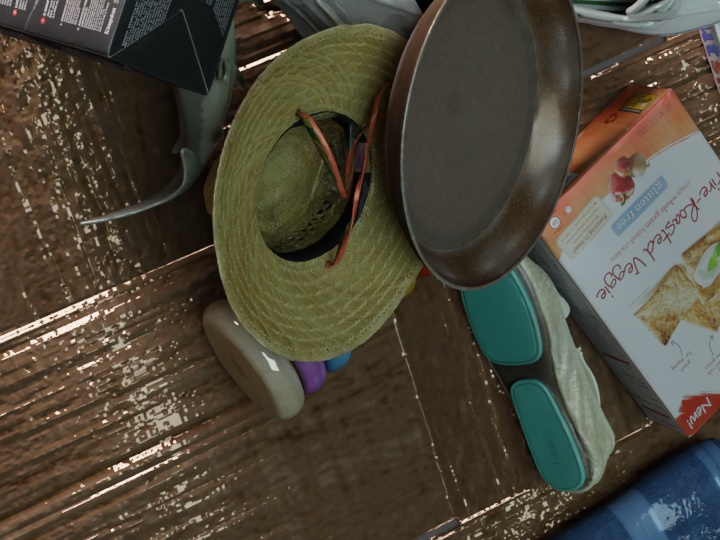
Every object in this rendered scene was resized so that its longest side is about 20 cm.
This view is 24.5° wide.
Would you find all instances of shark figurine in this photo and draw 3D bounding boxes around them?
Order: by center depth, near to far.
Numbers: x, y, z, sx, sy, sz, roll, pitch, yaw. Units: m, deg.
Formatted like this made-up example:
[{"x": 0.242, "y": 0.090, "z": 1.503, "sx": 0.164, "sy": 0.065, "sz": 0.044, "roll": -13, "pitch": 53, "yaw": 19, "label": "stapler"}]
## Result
[{"x": -0.113, "y": -0.120, "z": 0.961, "sx": 0.088, "sy": 0.128, "sz": 0.217, "roll": -4, "pitch": 76, "yaw": 18, "label": "shark figurine"}]

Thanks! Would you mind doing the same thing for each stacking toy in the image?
[{"x": 0.000, "y": 0.000, "z": 1.035, "sx": 0.199, "sy": 0.085, "sz": 0.086, "roll": -40, "pitch": 111, "yaw": -17, "label": "stacking toy"}]

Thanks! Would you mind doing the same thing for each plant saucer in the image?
[{"x": 0.071, "y": -0.090, "z": 0.986, "sx": 0.199, "sy": 0.032, "sz": 0.203, "roll": -27, "pitch": 124, "yaw": -48, "label": "plant saucer"}]

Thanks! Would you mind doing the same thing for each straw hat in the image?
[{"x": -0.040, "y": -0.051, "z": 0.963, "sx": 0.200, "sy": 0.084, "sz": 0.204, "roll": -17, "pitch": 113, "yaw": -45, "label": "straw hat"}]

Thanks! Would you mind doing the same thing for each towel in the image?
[{"x": 0.194, "y": 0.211, "z": 1.160, "sx": 0.199, "sy": 0.048, "sz": 0.113, "roll": -31, "pitch": 108, "yaw": -15, "label": "towel"}]

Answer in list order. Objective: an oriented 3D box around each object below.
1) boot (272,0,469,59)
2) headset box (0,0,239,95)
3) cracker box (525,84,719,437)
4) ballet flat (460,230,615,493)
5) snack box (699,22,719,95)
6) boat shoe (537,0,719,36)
[{"x": -0.012, "y": -0.185, "z": 0.957, "sx": 0.200, "sy": 0.095, "sz": 0.074, "roll": 42, "pitch": 52, "yaw": -44, "label": "boot"}, {"x": -0.145, "y": -0.191, "z": 0.882, "sx": 0.075, "sy": 0.199, "sz": 0.150, "roll": 17, "pitch": 92, "yaw": -49, "label": "headset box"}, {"x": 0.204, "y": -0.006, "z": 1.124, "sx": 0.134, "sy": 0.058, "sz": 0.200, "roll": -43, "pitch": 112, "yaw": -10, "label": "cracker box"}, {"x": 0.119, "y": 0.054, "z": 1.107, "sx": 0.062, "sy": 0.067, "sz": 0.202, "roll": -39, "pitch": 117, "yaw": -42, "label": "ballet flat"}, {"x": 0.263, "y": -0.189, "z": 1.137, "sx": 0.071, "sy": 0.024, "sz": 0.202, "roll": -27, "pitch": 108, "yaw": -16, "label": "snack box"}, {"x": 0.178, "y": -0.183, "z": 1.066, "sx": 0.197, "sy": 0.067, "sz": 0.075, "roll": -7, "pitch": 106, "yaw": -12, "label": "boat shoe"}]
